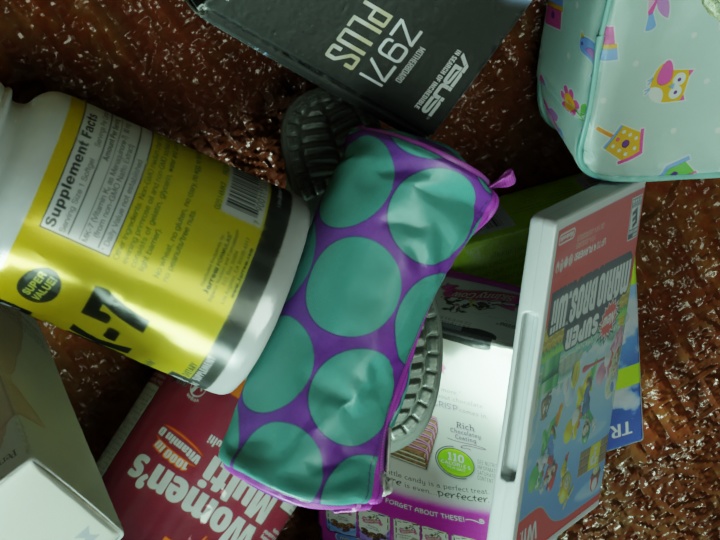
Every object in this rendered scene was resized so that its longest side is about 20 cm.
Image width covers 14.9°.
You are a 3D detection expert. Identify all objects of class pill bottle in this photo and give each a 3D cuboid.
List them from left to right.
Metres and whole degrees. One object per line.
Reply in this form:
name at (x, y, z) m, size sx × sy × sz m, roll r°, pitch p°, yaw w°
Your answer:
pill bottle at (-0.137, -0.023, 1.427) m, size 0.199 × 0.114 × 0.115 m, roll 23°, pitch 111°, yaw -10°
pill bottle at (-0.105, 0.141, 1.541) m, size 0.109 × 0.109 × 0.201 m, roll 38°, pitch 81°, yaw -36°

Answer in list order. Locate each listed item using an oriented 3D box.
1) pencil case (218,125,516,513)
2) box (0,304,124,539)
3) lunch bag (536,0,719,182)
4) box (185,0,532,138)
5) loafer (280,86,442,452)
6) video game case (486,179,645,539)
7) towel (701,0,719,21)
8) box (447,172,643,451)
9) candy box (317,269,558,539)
pencil case at (0.002, 0.026, 1.429) m, size 0.092 × 0.085 × 0.201 m, roll 21°, pitch 88°, yaw 10°
box at (-0.202, 0.088, 1.442) m, size 0.095 × 0.200 × 0.078 m, roll -40°, pitch 127°, yaw 5°
lunch bag at (0.187, -0.146, 1.538) m, size 0.159 × 0.077 × 0.201 m, roll -5°, pitch 122°, yaw -22°
box at (0.019, -0.194, 1.429) m, size 0.163 × 0.086 × 0.200 m, roll 28°, pitch 107°, yaw -35°
loafer at (0.000, 0.000, 1.507) m, size 0.075 × 0.070 × 0.201 m, roll -8°, pitch 89°, yaw -3°
video game case at (0.115, 0.054, 1.539) m, size 0.143 × 0.017 × 0.201 m, roll -24°, pitch 125°, yaw -62°
towel at (0.185, -0.235, 1.420) m, size 0.148 × 0.036 × 0.201 m, roll -35°, pitch 100°, yaw -36°
box at (0.104, 0.046, 1.644) m, size 0.121 × 0.048 × 0.201 m, roll -16°, pitch 125°, yaw -13°
candy box at (0.044, 0.096, 1.595) m, size 0.061 × 0.136 × 0.201 m, roll -49°, pitch 146°, yaw -47°
